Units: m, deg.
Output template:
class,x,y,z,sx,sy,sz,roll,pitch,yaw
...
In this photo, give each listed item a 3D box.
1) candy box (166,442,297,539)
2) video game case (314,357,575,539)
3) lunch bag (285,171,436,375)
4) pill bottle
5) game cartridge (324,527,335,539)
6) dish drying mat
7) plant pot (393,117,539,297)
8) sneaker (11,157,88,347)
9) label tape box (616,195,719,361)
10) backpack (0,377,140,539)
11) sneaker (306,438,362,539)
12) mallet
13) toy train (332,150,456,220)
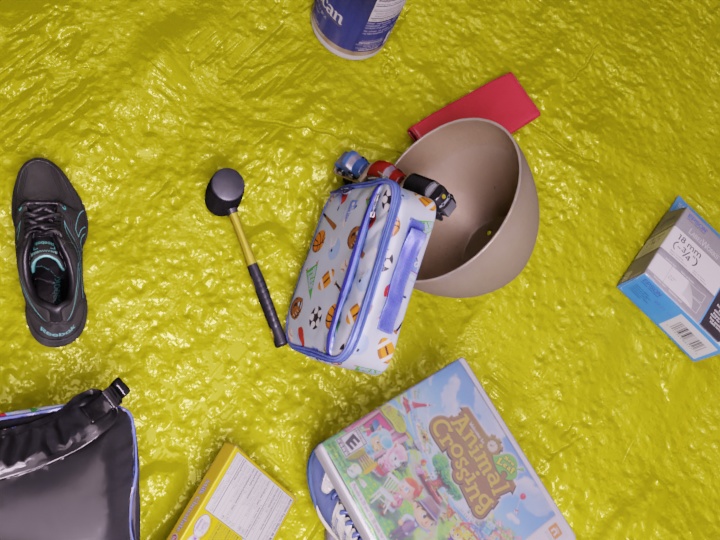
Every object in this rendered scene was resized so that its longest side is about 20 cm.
class,x,y,z,sx,sy,sz,roll,pitch,yaw
candy box,-0.142,0.274,0.695,0.103,0.026,0.202,52,56,-35
video game case,0.080,0.207,0.693,0.180,0.022,0.202,-25,75,-27
lunch bag,0.000,0.000,0.778,0.074,0.159,0.204,20,83,-28
pill bottle,0.011,-0.363,0.919,0.109,0.200,0.114,6,67,-15
game cartridge,0.059,0.288,0.779,0.195,0.038,0.133,5,72,-16
dish drying mat,0.154,-0.198,1.006,0.198,0.018,0.077,-32,83,-27
plant pot,0.126,-0.050,0.861,0.134,0.197,0.204,36,57,-41
sneaker,-0.308,-0.029,0.754,0.074,0.079,0.204,-10,72,-21
label tape box,0.454,-0.004,1.004,0.144,0.063,0.200,43,63,1
backpack,-0.286,0.207,0.630,0.187,0.154,0.204,3,61,-24
sneaker,0.013,0.250,0.713,0.074,0.088,0.203,-23,75,-19
mallet,-0.119,-0.016,0.817,0.040,0.066,0.203,-20,77,-21
toy train,0.030,-0.101,0.846,0.034,0.199,0.046,-50,130,-11
